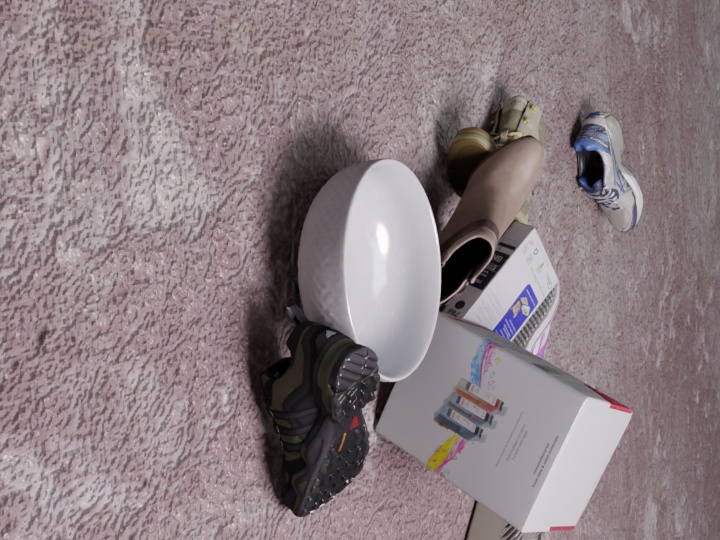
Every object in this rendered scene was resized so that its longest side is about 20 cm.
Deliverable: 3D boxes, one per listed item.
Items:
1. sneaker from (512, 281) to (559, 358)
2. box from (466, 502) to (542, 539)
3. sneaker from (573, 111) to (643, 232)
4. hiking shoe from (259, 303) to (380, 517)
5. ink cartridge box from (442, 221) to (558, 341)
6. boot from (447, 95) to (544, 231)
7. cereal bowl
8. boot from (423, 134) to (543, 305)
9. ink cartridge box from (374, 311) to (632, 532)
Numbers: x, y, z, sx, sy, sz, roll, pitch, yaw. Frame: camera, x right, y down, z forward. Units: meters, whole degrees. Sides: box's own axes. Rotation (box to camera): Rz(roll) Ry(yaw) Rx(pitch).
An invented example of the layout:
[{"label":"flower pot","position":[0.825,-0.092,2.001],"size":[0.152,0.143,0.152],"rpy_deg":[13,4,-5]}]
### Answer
[{"label":"sneaker","position":[0.212,0.104,1.262],"size":[0.114,0.072,0.203],"rpy_deg":[48,63,-50]},{"label":"box","position":[0.179,0.330,1.211],"size":[0.082,0.067,0.203],"rpy_deg":[49,51,-45]},{"label":"sneaker","position":[0.368,-0.135,1.494],"size":[0.085,0.076,0.202],"rpy_deg":[-45,121,-33]},{"label":"hiking shoe","position":[-0.044,0.125,0.859],"size":[0.075,0.100,0.203],"rpy_deg":[-20,136,-42]},{"label":"ink cartridge box","position":[0.154,0.048,1.161],"size":[0.201,0.039,0.100],"rpy_deg":[-49,132,-19]},{"label":"boot","position":[0.169,-0.150,1.180],"size":[0.200,0.071,0.157],"rpy_deg":[50,52,-51]},{"label":"cereal bowl","position":[0.000,0.000,0.912],"size":[0.199,0.082,0.205],"rpy_deg":[2,88,-60]},{"label":"boot","position":[0.129,-0.047,1.031],"size":[0.201,0.070,0.146],"rpy_deg":[-54,-176,17]},{"label":"ink cartridge box","position":[0.146,0.154,1.014],"size":[0.144,0.199,0.147],"rpy_deg":[19,99,-55]}]
